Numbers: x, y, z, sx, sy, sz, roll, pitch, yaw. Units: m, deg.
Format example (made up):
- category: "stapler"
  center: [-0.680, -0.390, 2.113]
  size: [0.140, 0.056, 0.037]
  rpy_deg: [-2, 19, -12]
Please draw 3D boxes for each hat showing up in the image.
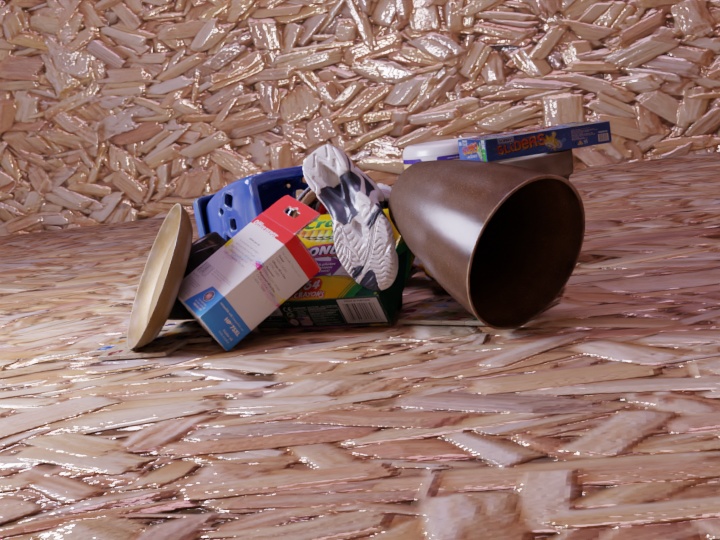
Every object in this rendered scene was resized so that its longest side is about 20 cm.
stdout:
- category: "hat"
  center: [-0.218, -0.004, 1.495]
  size: [0.200, 0.081, 0.201]
  rpy_deg: [-30, -15, -9]

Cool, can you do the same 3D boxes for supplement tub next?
- category: "supplement tub"
  center: [0.156, -0.128, 1.864]
  size: [0.144, 0.201, 0.145]
  rpy_deg: [-7, 9, 1]

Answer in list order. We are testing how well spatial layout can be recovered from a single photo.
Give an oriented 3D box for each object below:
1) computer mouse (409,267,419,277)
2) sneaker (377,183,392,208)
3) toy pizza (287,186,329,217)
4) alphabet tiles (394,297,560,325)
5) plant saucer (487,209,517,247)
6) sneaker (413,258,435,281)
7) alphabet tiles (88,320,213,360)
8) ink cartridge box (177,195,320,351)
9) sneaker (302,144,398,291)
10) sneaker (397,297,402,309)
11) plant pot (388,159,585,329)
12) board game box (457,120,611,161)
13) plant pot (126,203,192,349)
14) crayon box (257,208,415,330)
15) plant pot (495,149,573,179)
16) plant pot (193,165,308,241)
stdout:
- category: "computer mouse"
  center: [0.061, -0.003, 1.667]
  size: [0.109, 0.044, 0.200]
  rpy_deg: [6, 10, 36]
- category: "sneaker"
  center: [0.082, -0.071, 1.768]
  size: [0.199, 0.082, 0.088]
  rpy_deg: [28, 14, 5]
- category: "toy pizza"
  center: [-0.041, -0.050, 1.582]
  size: [0.199, 0.201, 0.032]
  rpy_deg: [-15, 32, -41]
- category: "alphabet tiles"
  center: [0.147, 0.048, 1.356]
  size: [0.199, 0.006, 0.166]
  rpy_deg: [-1, 11, 37]
- category: "plant saucer"
  center: [0.204, -0.052, 1.409]
  size: [0.037, 0.201, 0.200]
  rpy_deg: [-34, 0, 19]
- category: "sneaker"
  center: [0.122, -0.034, 1.568]
  size: [0.077, 0.083, 0.200]
  rpy_deg: [14, 8, -24]
- category: "alphabet tiles"
  center: [-0.266, 0.093, 1.440]
  size: [0.166, 0.008, 0.200]
  rpy_deg: [-5, 9, 17]
- category: "ink cartridge box"
  center: [-0.133, -0.001, 1.358]
  size: [0.200, 0.067, 0.116]
  rpy_deg: [-41, 31, -10]
- category: "sneaker"
  center: [0.006, -0.061, 1.355]
  size: [0.079, 0.200, 0.129]
  rpy_deg: [-38, -18, 14]
- category: "sneaker"
  center: [0.000, 0.000, 1.498]
  size: [0.115, 0.076, 0.201]
  rpy_deg: [-8, 23, 6]
- category: "plant pot"
  center: [0.131, -0.056, 1.253]
  size: [0.186, 0.188, 0.200]
  rpy_deg: [-14, 30, -35]
- category: "board game box"
  center: [0.264, -0.198, 1.612]
  size: [0.199, 0.035, 0.135]
  rpy_deg: [-10, 9, -11]
- category: "plant pot"
  center: [-0.261, 0.011, 1.384]
  size: [0.027, 0.201, 0.200]
  rpy_deg: [19, -1, -20]
- category: "crayon box"
  center: [-0.034, -0.003, 1.413]
  size: [0.199, 0.058, 0.173]
  rpy_deg: [-4, 43, 26]
- category: "plant pot"
  center: [0.238, -0.093, 1.642]
  size: [0.199, 0.175, 0.200]
  rpy_deg: [-7, 9, 1]
- category: "plant pot"
  center: [-0.150, -0.055, 1.699]
  size: [0.179, 0.201, 0.199]
  rpy_deg: [-8, 7, 41]
